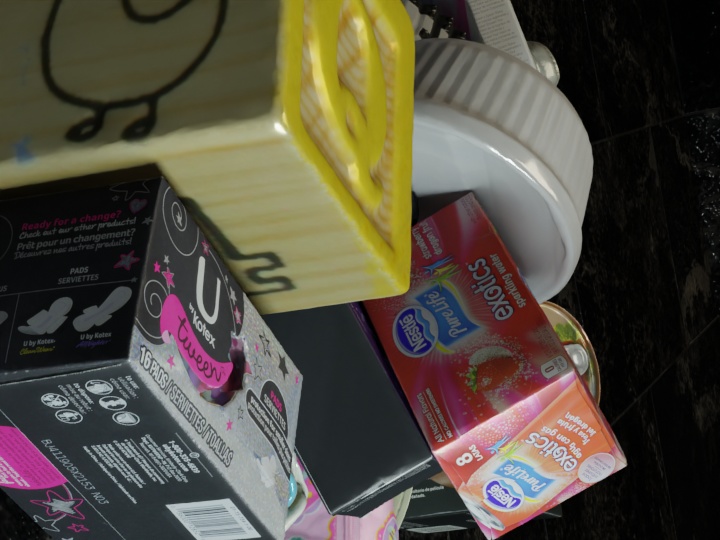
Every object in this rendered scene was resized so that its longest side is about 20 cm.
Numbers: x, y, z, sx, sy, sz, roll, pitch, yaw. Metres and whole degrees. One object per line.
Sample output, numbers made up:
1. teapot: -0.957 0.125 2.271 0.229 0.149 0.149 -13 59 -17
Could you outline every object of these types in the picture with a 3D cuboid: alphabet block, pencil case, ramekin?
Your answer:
1. alphabet block: -0.093 -0.094 1.150 0.196 0.200 0.196 50 35 -56
2. pencil case: -0.016 0.143 1.442 0.087 0.087 0.200 43 43 -61
3. ramekin: 0.066 -0.069 1.409 0.094 0.202 0.202 -62 143 -32

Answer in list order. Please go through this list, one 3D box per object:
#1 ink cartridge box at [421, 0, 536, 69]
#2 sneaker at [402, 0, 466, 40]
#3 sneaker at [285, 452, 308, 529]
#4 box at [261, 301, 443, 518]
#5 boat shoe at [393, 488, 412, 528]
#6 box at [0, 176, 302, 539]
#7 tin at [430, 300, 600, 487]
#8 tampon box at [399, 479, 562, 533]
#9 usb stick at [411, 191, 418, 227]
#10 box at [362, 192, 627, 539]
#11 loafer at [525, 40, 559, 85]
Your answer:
1. ink cartridge box: 0.073 -0.195 1.672 0.196 0.043 0.200 140 -70 -74
2. sneaker: 0.009 -0.171 1.565 0.200 0.091 0.067 37 33 -10
3. sneaker: -0.070 0.129 1.301 0.200 0.081 0.077 -67 142 -61
4. box: -0.026 0.054 1.330 0.200 0.079 0.141 61 0 9
5. boat shoe: 0.000 0.126 1.531 0.066 0.074 0.200 97 -10 -70
6. box: -0.125 0.056 1.088 0.200 0.132 0.115 57 31 -51
7. tin: 0.103 0.091 1.547 0.200 0.042 0.112 -20 95 -44
8. tampon box: 0.074 0.102 1.664 0.150 0.126 0.200 25 57 -66
9. usb stick: 0.000 0.000 1.435 0.200 0.055 0.033 107 10 -57
10. box: 0.075 0.056 1.296 0.096 0.100 0.200 57 5 -38
11. loafer: 0.126 -0.162 1.738 0.200 0.070 0.070 180 -108 -73
